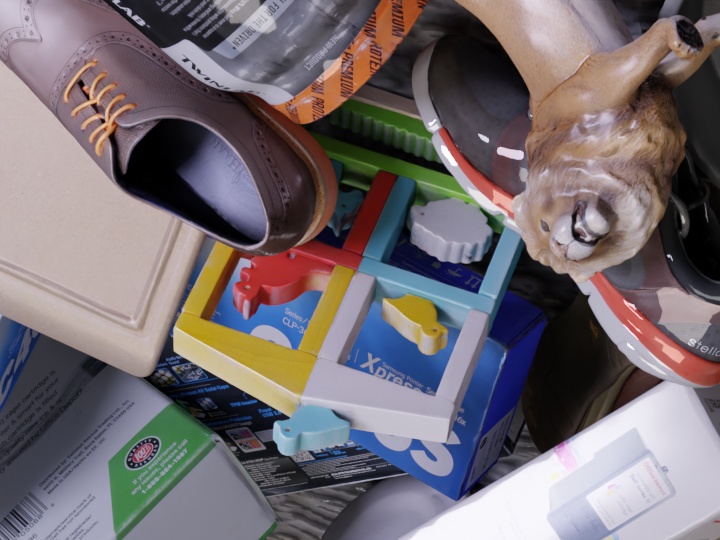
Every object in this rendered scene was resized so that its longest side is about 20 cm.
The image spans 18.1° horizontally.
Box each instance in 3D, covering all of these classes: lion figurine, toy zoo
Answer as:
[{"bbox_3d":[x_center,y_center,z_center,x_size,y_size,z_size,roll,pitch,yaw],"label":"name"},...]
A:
[{"bbox_3d":[0.077,-0.103,0.921,0.122,0.072,0.201,-36,79,42],"label":"lion figurine"},{"bbox_3d":[0.000,0.000,1.025,0.130,0.201,0.021,18,143,9],"label":"toy zoo"}]

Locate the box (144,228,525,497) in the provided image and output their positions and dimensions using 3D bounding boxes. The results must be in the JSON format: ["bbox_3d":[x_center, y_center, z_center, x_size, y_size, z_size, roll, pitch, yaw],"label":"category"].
[{"bbox_3d":[-0.029,0.048,1.226,0.199,0.046,0.159,-14,127,39],"label":"box"}]

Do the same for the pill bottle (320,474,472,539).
[{"bbox_3d":[0.065,0.220,1.328,0.110,0.111,0.200,-9,132,37],"label":"pill bottle"}]

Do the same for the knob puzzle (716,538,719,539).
[{"bbox_3d":[0.243,0.128,1.114,0.219,0.030,0.222,8,102,46],"label":"knob puzzle"}]

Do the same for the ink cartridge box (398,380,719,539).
[{"bbox_3d":[0.130,0.105,1.064,0.199,0.068,0.117,-32,165,15],"label":"ink cartridge box"}]

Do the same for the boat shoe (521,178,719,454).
[{"bbox_3d":[0.145,0.023,1.092,0.067,0.072,0.200,0,146,-25],"label":"boat shoe"}]

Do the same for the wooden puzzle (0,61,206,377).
[{"bbox_3d":[-0.149,-0.069,1.067,0.184,0.037,0.201,24,113,4],"label":"wooden puzzle"}]

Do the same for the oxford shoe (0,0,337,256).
[{"bbox_3d":[-0.101,-0.078,0.987,0.199,0.073,0.072,34,111,8],"label":"oxford shoe"}]

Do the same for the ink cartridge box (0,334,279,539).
[{"bbox_3d":[-0.163,0.123,1.249,0.200,0.147,0.083,33,163,48],"label":"ink cartridge box"}]

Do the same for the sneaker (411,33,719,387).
[{"bbox_3d":[0.109,-0.045,0.995,0.200,0.077,0.082,46,126,12],"label":"sneaker"}]

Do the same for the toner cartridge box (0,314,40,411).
[{"bbox_3d":[-0.196,0.027,1.168,0.043,0.201,0.095,19,144,5],"label":"toner cartridge box"}]

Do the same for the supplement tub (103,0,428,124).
[{"bbox_3d":[-0.069,-0.160,0.937,0.200,0.123,0.122,40,140,-18],"label":"supplement tub"}]

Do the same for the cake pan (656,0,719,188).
[{"bbox_3d":[0.221,-0.083,0.936,0.199,0.037,0.201,16,142,13],"label":"cake pan"}]

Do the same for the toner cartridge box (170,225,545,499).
[{"bbox_3d":[-0.015,0.020,1.096,0.199,0.043,0.096,29,125,18],"label":"toner cartridge box"}]
